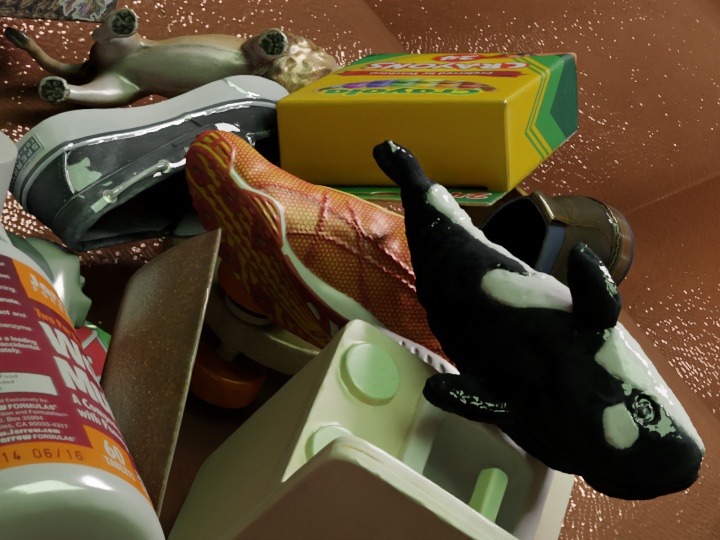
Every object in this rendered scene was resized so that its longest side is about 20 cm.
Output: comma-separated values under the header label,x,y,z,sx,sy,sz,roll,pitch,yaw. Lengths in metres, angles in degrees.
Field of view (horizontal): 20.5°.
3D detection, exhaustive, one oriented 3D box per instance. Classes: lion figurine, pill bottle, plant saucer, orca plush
label,x,y,z,sx,sy,sz,roll,pitch,yaw
lion figurine,-0.096,-0.112,1.131,0.198,0.073,0.122,14,3,-1
pill bottle,-0.151,0.055,0.738,0.109,0.110,0.201,13,30,-36
plant saucer,-0.098,0.077,0.839,0.036,0.202,0.201,12,38,-5
orca plush,0.055,0.027,0.838,0.071,0.105,0.201,-22,67,-30

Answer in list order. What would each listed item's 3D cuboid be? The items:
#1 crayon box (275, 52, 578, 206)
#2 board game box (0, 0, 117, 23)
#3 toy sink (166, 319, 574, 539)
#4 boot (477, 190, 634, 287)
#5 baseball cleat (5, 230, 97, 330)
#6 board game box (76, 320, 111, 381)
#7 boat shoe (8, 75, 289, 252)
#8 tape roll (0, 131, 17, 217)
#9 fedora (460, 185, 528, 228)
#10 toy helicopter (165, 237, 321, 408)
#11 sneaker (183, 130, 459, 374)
label,x,y,z,sx,sy,sz,roll,pitch,yaw
crayon box,0.036,-0.078,1.060,0.126,0.051,0.200,2,15,17
board game box,-0.237,-0.216,1.067,0.199,0.098,0.159,-5,36,-48
toy sink,0.009,0.112,0.874,0.130,0.200,0.113,33,48,-11
boot,0.045,0.031,1.008,0.075,0.200,0.097,49,12,24
baseball cleat,-0.172,0.047,0.867,0.106,0.070,0.201,21,27,-16
board game box,-0.170,0.079,0.905,0.095,0.030,0.201,33,36,-13
boat shoe,-0.087,-0.048,0.996,0.068,0.072,0.199,47,31,20
tape roll,-0.253,-0.063,0.884,0.201,0.037,0.203,16,11,-3
fedora,0.073,0.037,1.115,0.081,0.201,0.201,-29,70,-19
toy helicopter,-0.054,-0.012,1.087,0.131,0.079,0.200,4,36,-35
sneaker,0.000,0.000,0.940,0.200,0.073,0.077,40,61,3
